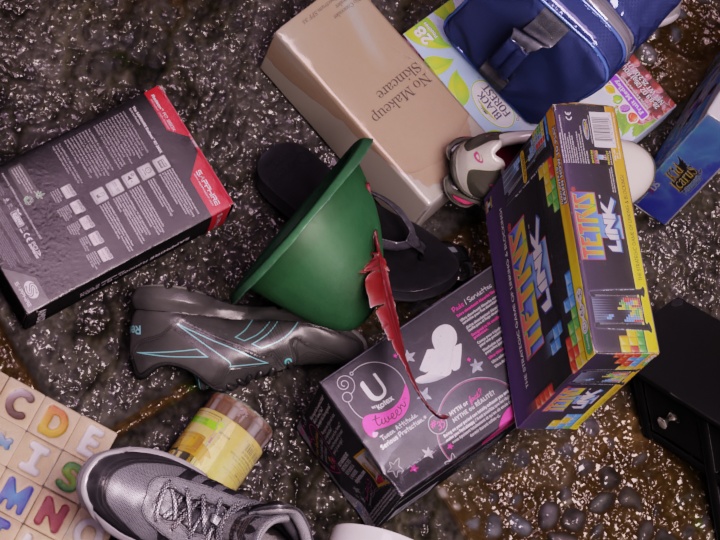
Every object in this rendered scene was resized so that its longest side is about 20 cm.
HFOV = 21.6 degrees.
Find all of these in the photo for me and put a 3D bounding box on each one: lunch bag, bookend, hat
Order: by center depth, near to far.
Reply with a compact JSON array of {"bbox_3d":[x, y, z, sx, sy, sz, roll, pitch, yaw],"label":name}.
[{"bbox_3d":[0.009,0.022,1.496,0.176,0.166,0.200,40,52,-5],"label":"hat"},{"bbox_3d":[0.163,-0.210,1.555,0.136,0.200,0.132,42,72,-3],"label":"lunch bag"},{"bbox_3d":[0.312,0.158,1.590,0.092,0.200,0.200,-30,37,-20],"label":"bookend"}]

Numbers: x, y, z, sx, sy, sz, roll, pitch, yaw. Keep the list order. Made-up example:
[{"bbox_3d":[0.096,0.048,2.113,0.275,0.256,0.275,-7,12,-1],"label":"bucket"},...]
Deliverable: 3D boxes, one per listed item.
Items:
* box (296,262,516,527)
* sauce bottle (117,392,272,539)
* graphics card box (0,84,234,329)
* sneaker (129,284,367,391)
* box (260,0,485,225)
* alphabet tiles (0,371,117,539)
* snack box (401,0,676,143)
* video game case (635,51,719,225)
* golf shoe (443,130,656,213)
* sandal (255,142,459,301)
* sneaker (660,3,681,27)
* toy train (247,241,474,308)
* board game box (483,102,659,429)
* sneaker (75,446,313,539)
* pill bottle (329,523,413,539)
[{"bbox_3d":[0.063,0.100,1.540,0.199,0.132,0.115,-32,79,-21],"label":"box"},{"bbox_3d":[-0.147,0.190,1.497,0.065,0.065,0.201,36,67,0],"label":"sauce bottle"},{"bbox_3d":[-0.221,-0.053,1.565,0.199,0.051,0.126,-30,82,-21],"label":"graphics card box"},{"bbox_3d":[-0.094,0.065,1.555,0.198,0.075,0.080,9,80,-1],"label":"sneaker"},{"bbox_3d":[0.015,-0.141,1.634,0.095,0.078,0.200,-41,85,-22],"label":"box"},{"bbox_3d":[-0.289,0.171,1.500,0.199,0.008,0.168,28,68,-3],"label":"alphabet tiles"},{"bbox_3d":[0.152,-0.166,1.681,0.168,0.068,0.200,-36,83,-20],"label":"snack box"},{"bbox_3d":[0.322,-0.153,1.646,0.045,0.200,0.182,34,68,1],"label":"video game case"},{"bbox_3d":[0.169,-0.081,1.576,0.198,0.088,0.078,-3,82,-23],"label":"golf shoe"},{"bbox_3d":[-0.006,-0.042,1.591,0.199,0.043,0.076,34,56,11],"label":"sandal"},{"bbox_3d":[0.231,-0.312,1.738,0.074,0.082,0.201,-31,82,-20],"label":"sneaker"},{"bbox_3d":[0.000,0.000,1.610,0.198,0.034,0.046,-6,71,-16],"label":"toy train"},{"bbox_3d":[0.155,0.000,1.437,0.056,0.165,0.202,1,65,-18],"label":"board game box"},{"bbox_3d":[-0.111,0.186,1.417,0.199,0.114,0.076,27,74,-20],"label":"sneaker"},{"bbox_3d":[-0.008,0.305,1.469,0.110,0.111,0.201,18,70,-7],"label":"pill bottle"}]
